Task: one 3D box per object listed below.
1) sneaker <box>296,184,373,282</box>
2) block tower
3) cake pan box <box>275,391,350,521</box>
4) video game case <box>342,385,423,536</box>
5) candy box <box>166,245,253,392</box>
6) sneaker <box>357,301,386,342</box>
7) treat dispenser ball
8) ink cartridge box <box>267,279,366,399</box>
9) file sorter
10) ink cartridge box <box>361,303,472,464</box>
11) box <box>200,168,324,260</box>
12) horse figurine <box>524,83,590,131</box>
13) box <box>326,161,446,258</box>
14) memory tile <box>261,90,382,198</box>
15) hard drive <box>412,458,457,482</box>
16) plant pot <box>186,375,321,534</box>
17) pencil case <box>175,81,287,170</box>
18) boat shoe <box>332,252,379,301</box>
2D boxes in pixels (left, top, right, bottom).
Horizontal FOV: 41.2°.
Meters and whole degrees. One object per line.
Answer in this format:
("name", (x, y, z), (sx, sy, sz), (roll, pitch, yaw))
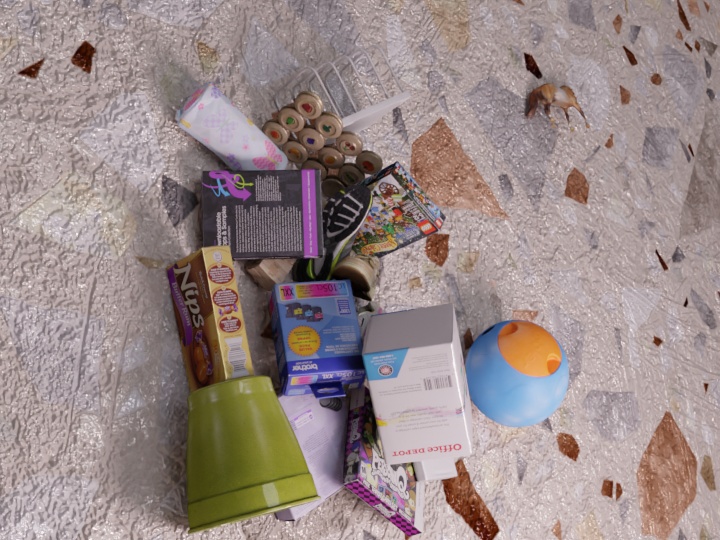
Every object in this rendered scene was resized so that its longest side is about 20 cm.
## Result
("sneaker", (-0.040, -0.059, 1.656), (0.073, 0.202, 0.081), (36, 11, 14))
("block tower", (-0.126, -0.056, 1.639), (0.058, 0.054, 0.201), (46, 50, -21))
("cake pan box", (-0.091, 0.283, 1.562), (0.199, 0.052, 0.187), (-26, 92, -43))
("video game case", (0.044, 0.323, 1.624), (0.200, 0.035, 0.183), (46, 34, -35))
("candy box", (-0.230, 0.075, 1.461), (0.056, 0.116, 0.204), (-7, 81, -41))
("sneaker", (-0.003, 0.124, 1.670), (0.089, 0.081, 0.200), (51, 32, -7))
("treat dispenser ball", (0.297, 0.196, 1.831), (0.199, 0.199, 0.205), (15, 66, -37))
("ink cartridge box", (-0.068, 0.121, 1.550), (0.134, 0.077, 0.203), (-4, 60, -15))
("file sorter", (-0.035, -0.316, 1.751), (0.199, 0.138, 0.126), (-30, 93, -43))
("ink cartridge box", (0.096, 0.183, 1.545), (0.146, 0.144, 0.203), (-75, 156, -67))
("box", (-0.160, -0.091, 1.559), (0.196, 0.036, 0.146), (-1, 80, -8))
("horse figurine", (0.465, -0.396, 2.273), (0.197, 0.050, 0.135), (0, 64, -35))
("box", (0.037, -0.098, 1.697), (0.137, 0.199, 0.038), (46, 49, -18))
("memory tile", (-0.068, -0.214, 1.676), (0.199, 0.152, 0.017), (41, 47, -21))
("hard drive", (0.115, 0.274, 1.722), (0.131, 0.026, 0.204), (15, 58, -59))
("plant pot", (-0.173, 0.262, 1.401), (0.198, 0.199, 0.196), (-3, 74, -41))
("pencil case", (-0.214, -0.218, 1.597), (0.091, 0.083, 0.200), (-45, 113, 3))
("boat shoe", (0.000, 0.000, 1.652), (0.071, 0.200, 0.066), (21, 80, 11))
